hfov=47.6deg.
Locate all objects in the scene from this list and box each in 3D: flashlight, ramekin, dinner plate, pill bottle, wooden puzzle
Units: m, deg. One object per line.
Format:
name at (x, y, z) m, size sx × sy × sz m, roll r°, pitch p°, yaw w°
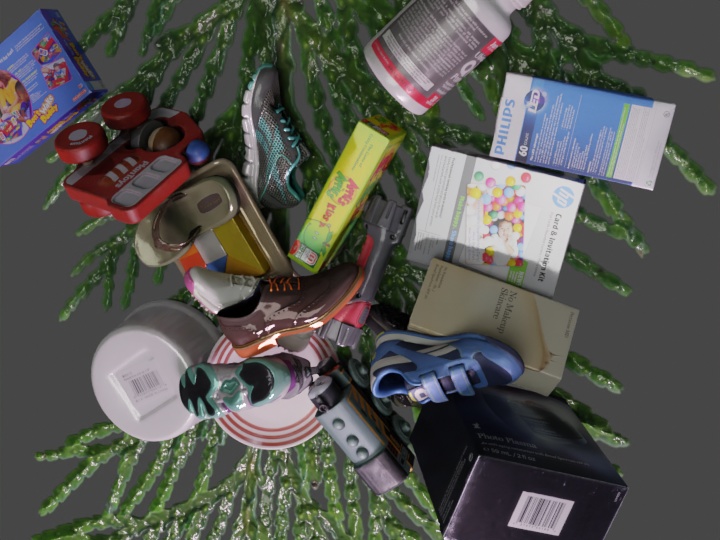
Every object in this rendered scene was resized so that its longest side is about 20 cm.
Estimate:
flashlight at (0.000, 0.000, 1.085) m, size 0.067 × 0.068 × 0.202 m, roll 20°, pitch 91°, yaw -20°
ramekin at (-0.301, 0.154, 1.217) m, size 0.198 × 0.098 × 0.203 m, roll 4°, pitch 106°, yaw 15°
dinner plate at (-0.126, 0.158, 1.181) m, size 0.197 × 0.024 × 0.203 m, roll -1°, pitch 99°, yaw -6°
pill bottle at (0.109, -0.291, 0.973) m, size 0.200 × 0.111 × 0.111 m, roll -40°, pitch 91°, yaw 22°
wooden puzzle at (-0.200, -0.037, 1.130) m, size 0.184 × 0.037 × 0.201 m, roll -21°, pitch 110°, yaw 34°

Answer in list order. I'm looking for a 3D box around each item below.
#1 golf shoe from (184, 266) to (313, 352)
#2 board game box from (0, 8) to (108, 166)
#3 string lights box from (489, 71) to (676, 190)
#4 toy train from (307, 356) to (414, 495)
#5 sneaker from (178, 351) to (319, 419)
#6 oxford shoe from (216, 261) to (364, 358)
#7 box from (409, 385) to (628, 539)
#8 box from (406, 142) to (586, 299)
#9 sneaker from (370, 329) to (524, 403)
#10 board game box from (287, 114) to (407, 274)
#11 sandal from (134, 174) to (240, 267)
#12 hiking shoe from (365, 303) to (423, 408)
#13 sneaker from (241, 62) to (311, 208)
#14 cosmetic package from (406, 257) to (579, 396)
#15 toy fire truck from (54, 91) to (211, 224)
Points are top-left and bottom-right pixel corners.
golf shoe at (-0.138, 0.032, 1.097) m, size 0.199 × 0.076 × 0.092 m, roll 28°, pitch 113°, yaw -25°
board game box at (-0.482, -0.263, 1.186) m, size 0.199 × 0.045 × 0.135 m, roll -30°, pitch 95°, yaw 21°
string lights box at (0.264, -0.171, 0.987) m, size 0.198 × 0.059 × 0.104 m, roll 14°, pitch 108°, yaw 12°
toy train at (0.002, 0.212, 1.128) m, size 0.085 × 0.114 × 0.201 m, roll -33°, pitch 102°, yaw 19°
sneaker at (-0.143, 0.155, 1.121) m, size 0.198 × 0.139 × 0.079 m, roll -9°, pitch 86°, yaw 36°
oxford shoe at (-0.088, 0.037, 1.029) m, size 0.199 × 0.071 × 0.073 m, roll -30°, pitch 119°, yaw 6°
box at (0.185, 0.236, 1.013) m, size 0.198 × 0.199 × 0.124 m, roll 15°, pitch 108°, yaw -15°
box at (0.171, -0.064, 1.053) m, size 0.198 × 0.041 × 0.158 m, roll 16°, pitch 109°, yaw 10°
sneaker at (0.099, 0.124, 0.982) m, size 0.198 × 0.083 × 0.074 m, roll -2°, pitch 134°, yaw 30°
board game box at (-0.017, -0.100, 1.064) m, size 0.047 × 0.102 × 0.201 m, roll 32°, pitch 111°, yaw 6°
sandal at (-0.242, -0.065, 1.083) m, size 0.200 × 0.057 × 0.080 m, roll -30°, pitch 99°, yaw 36°
hiking shoe at (0.064, 0.138, 1.119) m, size 0.200 × 0.076 × 0.101 m, roll 46°, pitch 108°, yaw 0°
sneaker at (-0.108, -0.174, 1.092) m, size 0.090 × 0.078 × 0.202 m, roll 8°, pitch 116°, yaw 10°
cosmetic package at (0.165, 0.072, 1.043) m, size 0.198 × 0.073 × 0.104 m, roll 18°, pitch 65°, yaw 7°
toy fire truck at (-0.287, -0.144, 1.078) m, size 0.167 × 0.200 × 0.113 m, roll 19°, pitch 139°, yaw 28°
